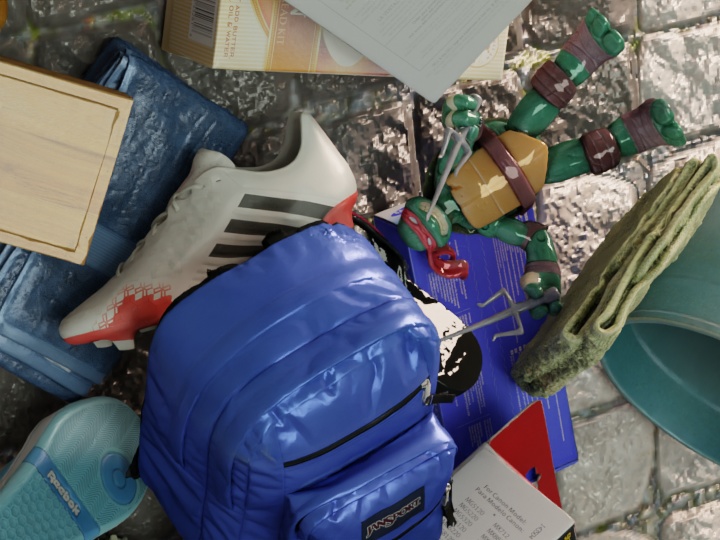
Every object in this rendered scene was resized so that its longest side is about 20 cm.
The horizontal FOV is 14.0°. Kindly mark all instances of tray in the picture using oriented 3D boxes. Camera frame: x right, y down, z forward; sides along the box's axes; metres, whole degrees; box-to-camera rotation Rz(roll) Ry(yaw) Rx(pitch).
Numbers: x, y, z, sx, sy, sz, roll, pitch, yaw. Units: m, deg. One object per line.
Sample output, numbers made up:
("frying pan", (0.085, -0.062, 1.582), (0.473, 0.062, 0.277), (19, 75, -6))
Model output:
("tray", (-0.235, -0.077, 1.622), (0.199, 0.037, 0.099), (15, 96, -17))

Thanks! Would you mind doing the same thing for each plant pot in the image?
("plant pot", (0.283, 0.015, 1.897), (0.200, 0.200, 0.188), (44, 66, -32))

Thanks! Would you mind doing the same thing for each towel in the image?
("towel", (0.155, 0.009, 1.773), (0.036, 0.200, 0.149), (38, 75, 0))
("towel", (-0.151, -0.026, 1.707), (0.112, 0.048, 0.200), (32, 87, -34))

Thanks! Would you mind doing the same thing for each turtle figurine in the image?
("turtle figurine", (0.089, -0.058, 1.757), (0.200, 0.101, 0.150), (-38, 120, -5))

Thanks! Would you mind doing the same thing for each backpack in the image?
("backpack", (-0.025, 0.079, 1.637), (0.162, 0.168, 0.200), (-33, 152, -24))

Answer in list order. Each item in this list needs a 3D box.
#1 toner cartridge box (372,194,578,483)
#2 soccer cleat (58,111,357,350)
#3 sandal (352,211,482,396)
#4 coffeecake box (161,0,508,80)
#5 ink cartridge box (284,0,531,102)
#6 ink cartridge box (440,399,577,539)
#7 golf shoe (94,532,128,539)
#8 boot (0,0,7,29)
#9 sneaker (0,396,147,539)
("toner cartridge box", (0.075, 0.045, 1.862), (0.095, 0.043, 0.201), (-22, 114, -25))
("soccer cleat", (-0.093, -0.022, 1.682), (0.200, 0.069, 0.085), (-28, 102, -19))
("sandal", (0.000, 0.000, 1.765), (0.200, 0.045, 0.075), (35, 47, -12))
("coffeecake box", (-0.007, -0.195, 1.727), (0.199, 0.073, 0.154), (0, 103, -31))
("ink cartridge box", (0.000, -0.190, 1.633), (0.200, 0.059, 0.104), (32, 112, -33))
("ink cartridge box", (0.085, 0.201, 1.836), (0.176, 0.084, 0.200), (-42, 153, -13))
("golf shoe", (-0.134, 0.205, 1.767), (0.199, 0.077, 0.088), (1, 139, -13))
("boot", (-0.182, -0.244, 1.609), (0.144, 0.071, 0.202), (-24, 109, -15))
("sneaker", (-0.215, 0.147, 1.708), (0.080, 0.130, 0.200), (61, 38, -10))
